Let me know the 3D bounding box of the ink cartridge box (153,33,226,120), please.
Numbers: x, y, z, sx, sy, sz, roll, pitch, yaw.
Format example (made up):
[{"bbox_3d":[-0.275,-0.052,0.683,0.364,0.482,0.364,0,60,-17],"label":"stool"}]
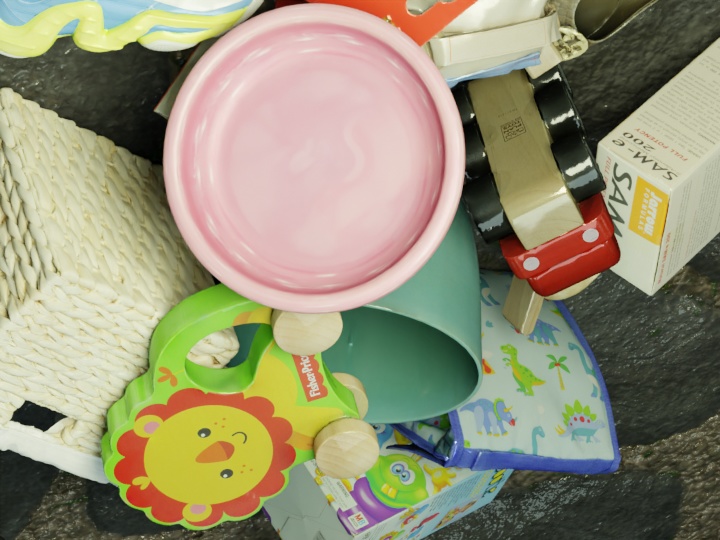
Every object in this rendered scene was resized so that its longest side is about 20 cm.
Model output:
[{"bbox_3d":[-0.042,-0.082,1.587,0.199,0.109,0.050,32,145,-2],"label":"ink cartridge box"}]

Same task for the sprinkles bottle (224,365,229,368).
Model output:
[{"bbox_3d":[-0.108,0.124,1.736,0.068,0.069,0.200,-19,163,-2],"label":"sprinkles bottle"}]

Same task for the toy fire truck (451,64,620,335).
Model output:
[{"bbox_3d":[0.133,-0.032,1.682,0.128,0.177,0.201,-25,127,10],"label":"toy fire truck"}]

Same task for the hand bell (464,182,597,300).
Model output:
[{"bbox_3d":[0.102,-0.066,1.779,0.199,0.105,0.104,31,120,-32],"label":"hand bell"}]

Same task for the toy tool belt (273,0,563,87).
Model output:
[{"bbox_3d":[0.044,-0.161,1.590,0.198,0.125,0.123,-16,134,-5],"label":"toy tool belt"}]

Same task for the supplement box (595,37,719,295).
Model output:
[{"bbox_3d":[0.263,-0.093,1.745,0.200,0.073,0.127,-40,152,-29],"label":"supplement box"}]

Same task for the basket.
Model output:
[{"bbox_3d":[-0.220,0.013,1.613,0.161,0.201,0.198,-41,139,21],"label":"basket"}]

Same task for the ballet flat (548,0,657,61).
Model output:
[{"bbox_3d":[0.204,-0.212,1.661,0.199,0.047,0.067,-34,142,20],"label":"ballet flat"}]

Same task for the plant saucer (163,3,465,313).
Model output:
[{"bbox_3d":[-0.028,-0.072,1.490,0.199,0.202,0.051,-26,173,6],"label":"plant saucer"}]

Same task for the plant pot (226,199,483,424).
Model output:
[{"bbox_3d":[0.000,0.000,1.702,0.199,0.162,0.201,6,152,3],"label":"plant pot"}]

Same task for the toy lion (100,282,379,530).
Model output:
[{"bbox_3d":[-0.093,0.095,1.579,0.190,0.069,0.201,-16,131,0],"label":"toy lion"}]

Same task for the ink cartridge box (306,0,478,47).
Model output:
[{"bbox_3d":[0.004,-0.235,1.464,0.160,0.047,0.200,-37,106,19],"label":"ink cartridge box"}]

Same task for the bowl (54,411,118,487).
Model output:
[{"bbox_3d":[-0.135,0.095,1.855,0.199,0.075,0.200,-35,140,18],"label":"bowl"}]

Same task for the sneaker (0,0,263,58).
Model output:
[{"bbox_3d":[-0.157,-0.198,1.486,0.198,0.076,0.105,-13,141,-9],"label":"sneaker"}]

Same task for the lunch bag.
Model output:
[{"bbox_3d":[0.102,0.094,1.851,0.169,0.200,0.128,5,123,-31],"label":"lunch bag"}]

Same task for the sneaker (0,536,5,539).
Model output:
[{"bbox_3d":[-0.380,0.278,1.986,0.082,0.072,0.200,29,123,-17],"label":"sneaker"}]

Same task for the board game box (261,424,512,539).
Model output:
[{"bbox_3d":[0.028,0.172,1.939,0.199,0.103,0.105,-23,157,-33],"label":"board game box"}]
